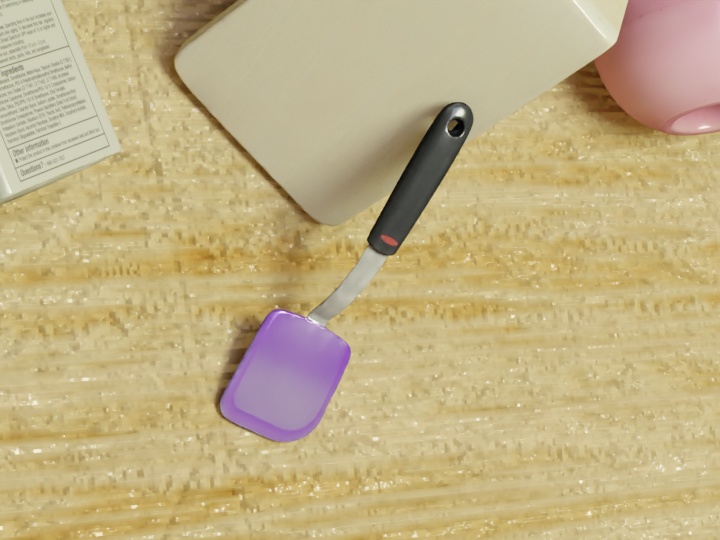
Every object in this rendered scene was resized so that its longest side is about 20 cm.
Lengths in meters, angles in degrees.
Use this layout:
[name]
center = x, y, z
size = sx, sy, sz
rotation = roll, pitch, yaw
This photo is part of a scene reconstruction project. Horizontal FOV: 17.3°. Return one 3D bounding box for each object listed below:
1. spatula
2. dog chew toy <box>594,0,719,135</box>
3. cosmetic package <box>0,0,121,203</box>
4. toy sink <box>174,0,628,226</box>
[spatula]
center = 0.000, 0.000, 1.197
size = 0.056, 0.021, 0.201
rotation = 27, 106, -25
[dog chew toy]
center = 0.183, -0.182, 1.333
size = 0.124, 0.124, 0.202
rotation = -3, 76, -31
[cosmetic package]
center = -0.198, -0.127, 1.097
size = 0.105, 0.071, 0.201
rotation = -27, 97, -61
[toy sink]
center = 0.024, -0.139, 1.217
size = 0.130, 0.199, 0.112
rotation = 46, 34, -17
